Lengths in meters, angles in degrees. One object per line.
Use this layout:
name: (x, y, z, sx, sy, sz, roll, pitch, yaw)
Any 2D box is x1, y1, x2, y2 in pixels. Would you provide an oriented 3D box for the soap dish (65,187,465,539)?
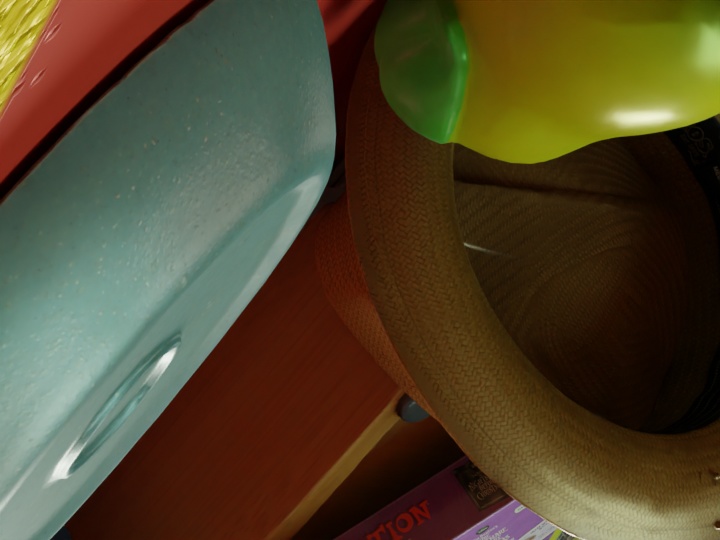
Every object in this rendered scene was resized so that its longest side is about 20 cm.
soap dish: (0.016, 0.058, 0.949, 0.199, 0.081, 0.157, 11, 128, -49)

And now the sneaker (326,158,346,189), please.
sneaker: (0.000, 0.000, 1.028, 0.200, 0.074, 0.115, -48, 163, 25)

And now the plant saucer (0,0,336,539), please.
plant saucer: (-0.064, 0.020, 0.612, 0.200, 0.036, 0.200, -49, 176, -4)

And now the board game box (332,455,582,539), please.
board game box: (0.062, 0.089, 0.929, 0.199, 0.032, 0.120, -32, 151, -3)

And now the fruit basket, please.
fruit basket: (0.093, -0.110, 0.689, 0.214, 0.157, 0.216, -9, -169, 2)

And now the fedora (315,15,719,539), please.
fedora: (0.053, -0.003, 0.831, 0.082, 0.201, 0.201, -20, -161, 44)

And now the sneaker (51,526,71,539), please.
sneaker: (-0.107, 0.136, 0.919, 0.077, 0.080, 0.200, -51, 179, -17)
